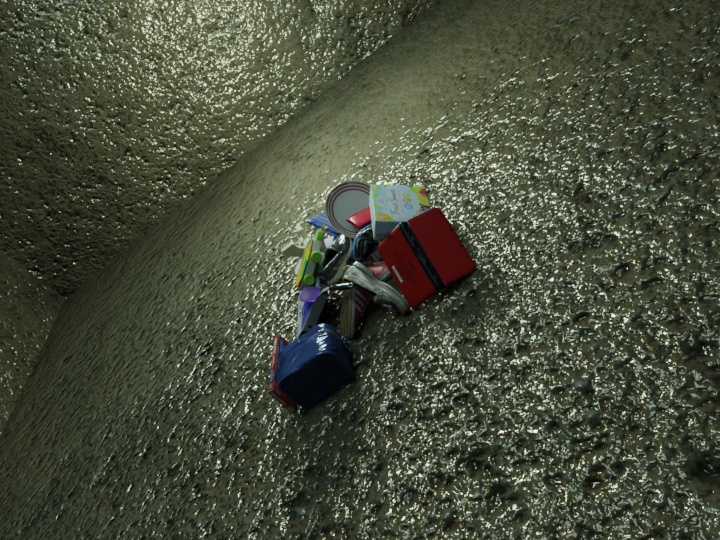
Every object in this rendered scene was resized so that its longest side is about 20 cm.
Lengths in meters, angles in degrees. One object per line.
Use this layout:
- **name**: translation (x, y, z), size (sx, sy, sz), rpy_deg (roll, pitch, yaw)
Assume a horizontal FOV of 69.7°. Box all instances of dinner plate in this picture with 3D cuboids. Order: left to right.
- **dinner plate**: translation (-0.015, -0.188, 1.612), size (0.201, 0.199, 0.024), rpy_deg (-55, -3, -23)

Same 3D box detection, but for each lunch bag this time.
- **lunch bag**: translation (-0.112, 0.232, 1.328), size (0.198, 0.136, 0.133), rpy_deg (-33, 33, 11)

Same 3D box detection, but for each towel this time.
- **towel**: translation (-0.069, -0.170, 1.749), size (0.143, 0.024, 0.199), rpy_deg (25, 35, 25)

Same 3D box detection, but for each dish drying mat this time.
- **dish drying mat**: translation (0.056, -0.186, 1.581), size (0.198, 0.018, 0.077), rpy_deg (-28, 36, -20)

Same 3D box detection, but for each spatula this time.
- **spatula**: translation (-0.092, 0.055, 1.415), size (0.198, 0.021, 0.057), rpy_deg (-13, 40, 41)

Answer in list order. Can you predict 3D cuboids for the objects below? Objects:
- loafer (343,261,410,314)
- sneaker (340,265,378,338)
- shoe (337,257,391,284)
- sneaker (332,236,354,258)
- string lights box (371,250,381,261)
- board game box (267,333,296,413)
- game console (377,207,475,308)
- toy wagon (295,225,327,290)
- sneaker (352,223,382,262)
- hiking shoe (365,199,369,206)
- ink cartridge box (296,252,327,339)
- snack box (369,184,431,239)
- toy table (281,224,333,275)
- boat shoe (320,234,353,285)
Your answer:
- **loafer**: translation (0.040, 0.059, 1.374), size (0.199, 0.072, 0.063), rpy_deg (39, 69, 19)
- **sneaker**: translation (0.005, 0.091, 1.446), size (0.071, 0.111, 0.204), rpy_deg (-17, 68, 59)
- **shoe**: translation (0.000, 0.000, 1.534), size (0.198, 0.091, 0.072), rpy_deg (-18, 38, 31)
- **sneaker**: translation (-0.034, -0.080, 1.680), size (0.095, 0.080, 0.201), rpy_deg (-33, 33, 8)
- **string lights box**: translation (0.104, -0.128, 1.609), size (0.199, 0.059, 0.103), rpy_deg (-35, 35, 9)
- **board game box**: translation (-0.205, 0.276, 1.404), size (0.019, 0.103, 0.201), rpy_deg (-27, 35, 17)
- **game console**: translation (0.169, -0.033, 1.356), size (0.118, 0.202, 0.172), rpy_deg (-13, -23, -45)
- **toy wagon**: translation (-0.147, -0.042, 1.549), size (0.155, 0.039, 0.203), rpy_deg (-141, 67, -74)
- **sneaker**: translation (0.054, -0.100, 1.510), size (0.199, 0.071, 0.082), rpy_deg (-43, 39, -17)
- **hiking shoe**: translation (-0.008, -0.191, 1.676), size (0.198, 0.102, 0.076), rpy_deg (-12, 46, -37)
- **ink cartridge box**: translation (-0.148, 0.081, 1.589), size (0.200, 0.043, 0.202), rpy_deg (-96, 26, -50)
- **snack box**: translation (0.113, -0.168, 1.474), size (0.165, 0.069, 0.201), rpy_deg (1, 37, -4)
- **toy table**: translation (-0.172, -0.080, 1.790), size (0.200, 0.117, 0.183), rpy_deg (-44, 32, -7)
- **boat shoe**: translation (-0.073, -0.046, 1.520), size (0.071, 0.065, 0.202), rpy_deg (-23, 35, 33)
